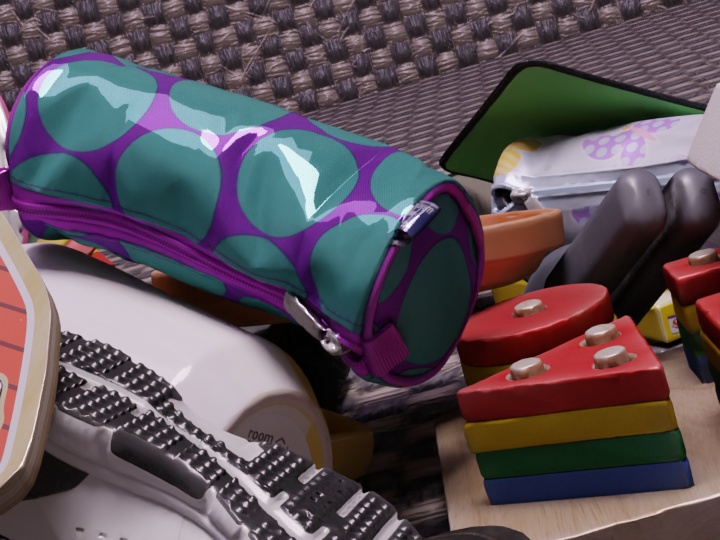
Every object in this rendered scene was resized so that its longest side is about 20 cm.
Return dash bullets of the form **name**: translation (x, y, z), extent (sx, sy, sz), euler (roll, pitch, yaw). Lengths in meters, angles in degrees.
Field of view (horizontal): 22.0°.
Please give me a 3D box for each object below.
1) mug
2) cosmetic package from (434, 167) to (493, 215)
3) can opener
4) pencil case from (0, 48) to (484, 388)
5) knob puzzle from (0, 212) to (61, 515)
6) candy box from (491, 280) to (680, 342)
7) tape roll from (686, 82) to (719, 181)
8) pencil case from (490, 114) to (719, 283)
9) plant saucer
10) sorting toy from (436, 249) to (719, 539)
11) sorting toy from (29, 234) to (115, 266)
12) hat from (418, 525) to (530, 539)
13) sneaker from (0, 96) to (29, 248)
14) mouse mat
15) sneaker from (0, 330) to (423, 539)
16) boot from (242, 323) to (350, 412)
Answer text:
- **mug**: translation (-0.083, 0.065, 0.782), extent (0.152, 0.150, 0.186), euler (12, 38, 38)
- **cosmetic package**: translation (0.008, -0.013, 1.193), extent (0.105, 0.072, 0.200), euler (-23, 5, -30)
- **can opener**: translation (0.112, -0.005, 0.893), extent (0.053, 0.067, 0.200), euler (-2, -26, -15)
- **pencil case**: translation (-0.051, -0.024, 0.757), extent (0.199, 0.086, 0.092), euler (21, 48, 26)
- **knob puzzle**: translation (-0.189, 0.041, 0.638), extent (0.218, 0.031, 0.221), euler (-12, 42, 11)
- **candy box**: translation (0.160, 0.004, 1.054), extent (0.101, 0.027, 0.200), euler (-19, 11, -19)
- **tape roll**: translation (0.230, -0.024, 0.751), extent (0.201, 0.037, 0.203), euler (21, 11, -4)
- **pencil case**: translation (0.166, -0.043, 0.973), extent (0.199, 0.084, 0.091), euler (-7, -25, 36)
- **plant saucer**: translation (0.000, 0.000, 0.887), extent (0.198, 0.033, 0.200), euler (-9, 2, 0)
- **sorting toy**: translation (0.123, 0.044, 0.742), extent (0.197, 0.070, 0.200), euler (-16, 11, 3)
- **sorting toy**: translation (-0.205, 0.035, 0.966), extent (0.199, 0.069, 0.200), euler (-52, -2, -5)
- **hat**: translation (-0.035, 0.141, 0.503), extent (0.199, 0.082, 0.201), euler (-19, 2, 1)
- **sneaker**: translation (-0.198, 0.014, 0.830), extent (0.087, 0.202, 0.074), euler (4, 2, -16)
- **mouse mat**: translation (0.157, -0.064, 1.050), extent (0.198, 0.008, 0.161), euler (12, -21, -11)
- **sneaker**: translation (-0.056, 0.099, 0.653), extent (0.199, 0.081, 0.074), euler (30, 21, 21)
- **boot**: translation (-0.112, 0.071, 1.017), extent (0.198, 0.073, 0.182), euler (-10, 3, 10)
